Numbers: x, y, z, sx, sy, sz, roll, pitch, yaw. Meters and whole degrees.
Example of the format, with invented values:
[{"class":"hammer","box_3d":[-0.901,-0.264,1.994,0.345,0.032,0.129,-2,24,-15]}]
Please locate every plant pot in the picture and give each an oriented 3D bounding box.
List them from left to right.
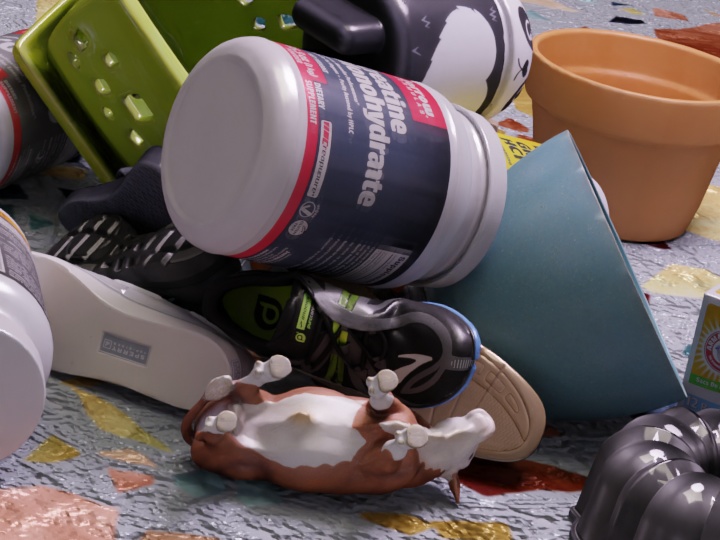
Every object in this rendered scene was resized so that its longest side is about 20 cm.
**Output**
[{"class":"plant pot","box_3d":[-0.135,-0.165,1.846,0.181,0.200,0.200,-18,24,44]},{"class":"plant pot","box_3d":[0.125,0.023,1.655,0.134,0.201,0.200,-25,20,7]},{"class":"plant pot","box_3d":[0.232,-0.114,2.086,0.198,0.141,0.200,9,20,-3]}]

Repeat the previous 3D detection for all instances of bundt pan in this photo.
[{"class":"bundt pan","box_3d":[0.234,0.147,1.499,0.200,0.076,0.202,9,22,-4]}]

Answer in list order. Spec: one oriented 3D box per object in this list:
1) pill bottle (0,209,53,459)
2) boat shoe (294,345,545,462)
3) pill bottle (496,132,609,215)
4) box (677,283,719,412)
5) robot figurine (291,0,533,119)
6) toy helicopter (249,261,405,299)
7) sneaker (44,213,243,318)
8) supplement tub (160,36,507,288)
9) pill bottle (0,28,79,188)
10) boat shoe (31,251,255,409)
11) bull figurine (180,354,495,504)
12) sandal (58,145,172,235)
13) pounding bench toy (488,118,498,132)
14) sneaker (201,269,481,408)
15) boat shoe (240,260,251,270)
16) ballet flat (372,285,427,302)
[{"class":"pill bottle","box_3d":[-0.252,0.036,1.493,0.115,0.117,0.200,5,21,-15]},{"class":"boat shoe","box_3d":[0.036,0.075,1.604,0.199,0.072,0.065,20,-11,19]},{"class":"pill bottle","box_3d":[0.094,-0.047,1.789,0.199,0.113,0.112,9,15,-47]},{"class":"box","box_3d":[0.322,0.057,1.738,0.112,0.102,0.200,20,23,25]},{"class":"robot figurine","box_3d":[0.039,-0.165,1.793,0.199,0.150,0.126,-6,69,-41]},{"class":"toy helicopter","box_3d":[-0.067,-0.026,1.691,0.200,0.079,0.132,36,0,32]},{"class":"sneaker","box_3d":[-0.153,0.010,1.679,0.199,0.080,0.076,3,44,47]},{"class":"supplement tub","box_3d":[-0.017,-0.066,1.567,0.199,0.141,0.140,12,16,-37]},{"class":"pill bottle","box_3d":[-0.277,-0.132,1.921,0.113,0.115,0.200,18,22,20]},{"class":"boat shoe","box_3d":[-0.161,0.038,1.610,0.199,0.073,0.068,15,6,18]},{"class":"bull figurine","box_3d":[-0.012,0.101,1.480,0.198,0.066,0.122,1,-24,-4]},{"class":"sandal","box_3d":[-0.155,-0.047,1.727,0.043,0.076,0.200,-54,17,-28]},{"class":"pounding bench toy","box_3d":[0.077,-0.087,1.964,0.198,0.125,0.156,11,20,0]},{"class":"sneaker","box_3d":[-0.016,0.043,1.538,0.198,0.071,0.083,14,4,26]},{"class":"boat shoe","box_3d":[-0.104,-0.030,1.813,0.072,0.062,0.200,16,22,10]},{"class":"ballet flat","box_3d":[0.000,0.000,1.793,0.066,0.057,0.200,-4,25,-30]}]
